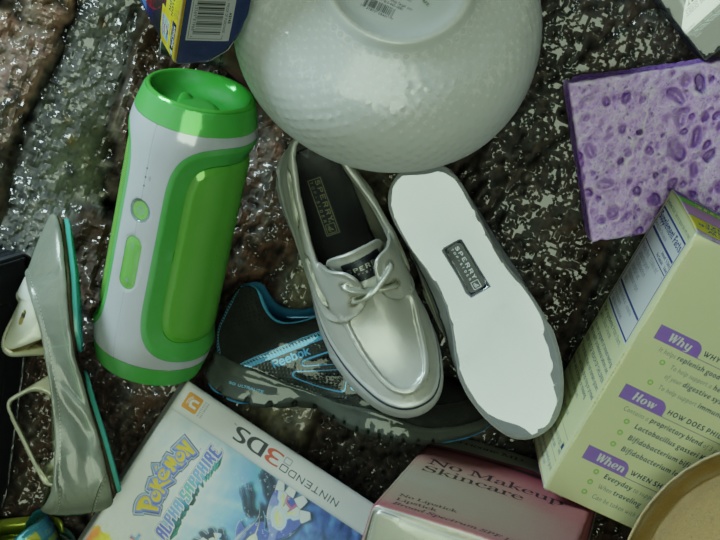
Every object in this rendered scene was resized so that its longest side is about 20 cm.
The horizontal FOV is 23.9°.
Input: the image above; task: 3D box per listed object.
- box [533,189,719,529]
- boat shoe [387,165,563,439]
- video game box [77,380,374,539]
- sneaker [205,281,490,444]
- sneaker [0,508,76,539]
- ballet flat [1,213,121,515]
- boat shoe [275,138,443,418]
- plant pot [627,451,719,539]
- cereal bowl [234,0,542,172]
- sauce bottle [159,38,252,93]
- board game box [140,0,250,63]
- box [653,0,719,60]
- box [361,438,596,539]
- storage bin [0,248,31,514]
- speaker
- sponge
[{"bbox_3d":[0.239,0.080,1.125,0.176,0.097,0.200,25,108,-8],"label":"box"},{"bbox_3d":[0.077,0.018,1.144,0.071,0.070,0.200,-29,91,4],"label":"boat shoe"},{"bbox_3d":[-0.100,0.206,1.168,0.182,0.047,0.200,33,79,-5],"label":"video game box"},{"bbox_3d":[-0.002,0.065,1.157,0.200,0.073,0.082,13,97,-3],"label":"sneaker"},{"bbox_3d":[-0.205,0.244,1.198,0.200,0.080,0.131,21,103,-3],"label":"sneaker"},{"bbox_3d":[-0.206,0.064,1.122,0.064,0.067,0.200,-11,88,-10],"label":"ballet flat"},{"bbox_3d":[0.000,0.000,1.113,0.072,0.066,0.200,-18,78,-7],"label":"boat shoe"},{"bbox_3d":[0.261,0.206,1.081,0.200,0.027,0.200,0,94,3],"label":"plant pot"},{"bbox_3d":[0.020,-0.167,1.058,0.200,0.083,0.200,2,72,-6],"label":"cereal bowl"},{"bbox_3d":[-0.032,-0.134,1.119,0.200,0.066,0.066,13,102,-2],"label":"sauce bottle"},{"bbox_3d":[-0.102,-0.263,1.050,0.062,0.200,0.200,-2,127,-23],"label":"board game box"},{"bbox_3d":[0.221,-0.262,1.091,0.158,0.050,0.200,-38,99,9],"label":"box"},{"bbox_3d":[0.075,0.193,1.106,0.128,0.200,0.109,16,102,11],"label":"box"},{"bbox_3d":[-0.296,0.082,1.127,0.094,0.135,0.200,14,103,15],"label":"storage bin"},{"bbox_3d":[-0.123,-0.027,1.118,0.088,0.088,0.200,14,115,-1],"label":"speaker"},{"bbox_3d":[0.242,-0.088,1.137,0.200,0.030,0.112,-8,103,3],"label":"sponge"}]
